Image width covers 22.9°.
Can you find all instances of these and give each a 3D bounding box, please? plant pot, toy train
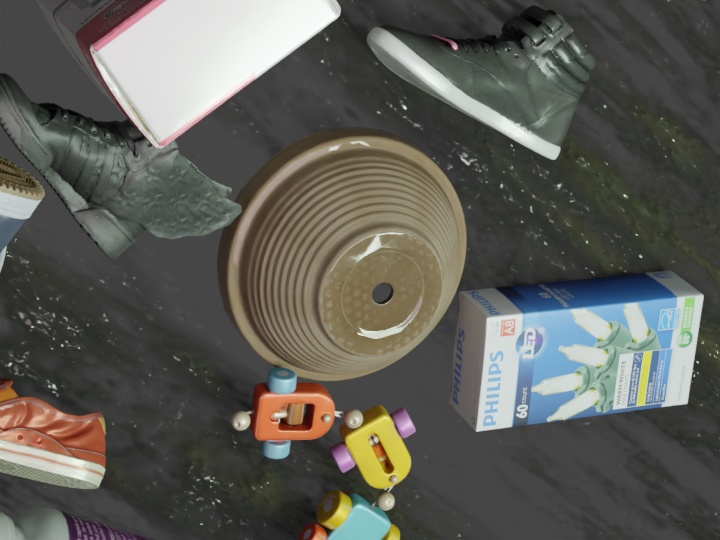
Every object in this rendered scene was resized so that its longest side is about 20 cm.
[{"bbox_3d":[0.000,0.000,1.340,0.199,0.093,0.202,-9,113,-21],"label":"plant pot"},{"bbox_3d":[-0.035,0.160,1.411,0.149,0.056,0.201,-5,115,-16],"label":"toy train"}]

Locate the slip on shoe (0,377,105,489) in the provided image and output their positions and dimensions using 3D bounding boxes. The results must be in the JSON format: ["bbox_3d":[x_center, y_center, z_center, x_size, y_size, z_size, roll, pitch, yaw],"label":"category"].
[{"bbox_3d":[-0.274,0.105,1.283,0.199,0.074,0.062,19,70,-24],"label":"slip on shoe"}]

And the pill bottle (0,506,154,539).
[{"bbox_3d":[-0.215,0.242,1.332,0.199,0.112,0.113,24,100,-30],"label":"pill bottle"}]

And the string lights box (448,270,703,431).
[{"bbox_3d":[0.176,0.064,1.463,0.199,0.059,0.103,-6,114,-22],"label":"string lights box"}]

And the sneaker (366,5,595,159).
[{"bbox_3d":[0.095,-0.165,1.332,0.199,0.071,0.100,24,98,-36],"label":"sneaker"}]

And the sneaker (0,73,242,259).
[{"bbox_3d":[-0.173,-0.085,1.250,0.104,0.060,0.200,-38,126,-4],"label":"sneaker"}]

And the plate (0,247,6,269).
[{"bbox_3d":[-0.340,-0.021,1.208,0.199,0.026,0.201,-13,125,-19],"label":"plate"}]

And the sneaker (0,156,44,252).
[{"bbox_3d":[-0.305,-0.037,1.141,0.199,0.070,0.109,19,111,-49],"label":"sneaker"}]

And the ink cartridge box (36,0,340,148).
[{"bbox_3d":[-0.119,-0.173,1.155,0.146,0.200,0.083,-38,117,-6],"label":"ink cartridge box"}]
